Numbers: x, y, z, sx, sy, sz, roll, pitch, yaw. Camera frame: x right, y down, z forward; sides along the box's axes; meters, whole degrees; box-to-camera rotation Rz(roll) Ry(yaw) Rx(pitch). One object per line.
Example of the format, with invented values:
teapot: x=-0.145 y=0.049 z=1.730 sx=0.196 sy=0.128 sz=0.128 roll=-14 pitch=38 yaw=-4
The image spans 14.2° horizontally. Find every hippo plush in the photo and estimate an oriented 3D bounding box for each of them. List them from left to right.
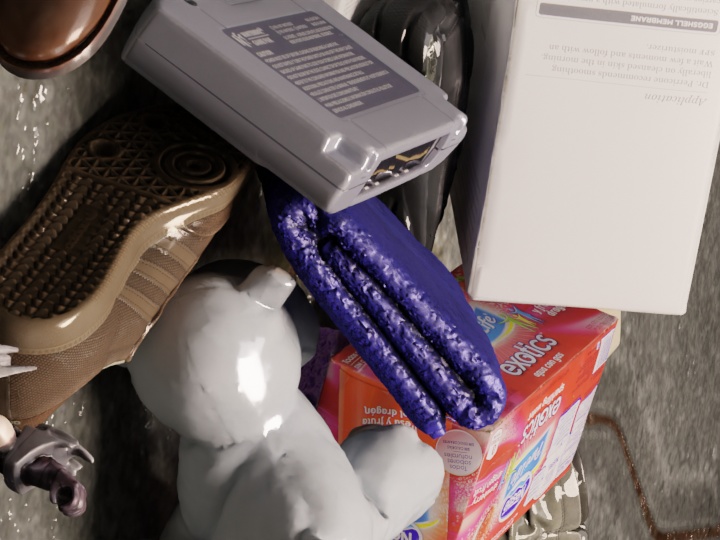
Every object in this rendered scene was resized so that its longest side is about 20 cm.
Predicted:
hippo plush: x=-0.068 y=0.083 z=1.330 sx=0.161 sy=0.159 sz=0.200 roll=62 pitch=16 yaw=-8

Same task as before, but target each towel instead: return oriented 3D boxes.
towel: x=0.000 y=0.000 z=1.371 sx=0.148 sy=0.050 sz=0.200 roll=46 pitch=6 yaw=-14

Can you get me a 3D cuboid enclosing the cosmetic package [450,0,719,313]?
cosmetic package: x=0.120 y=-0.112 z=1.549 sx=0.199 sy=0.123 sz=0.200 roll=-97 pitch=-166 yaw=-61

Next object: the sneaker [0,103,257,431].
sneaker: x=-0.111 y=-0.004 z=1.264 sx=0.200 sy=0.070 sz=0.076 roll=-45 pitch=155 yaw=-49

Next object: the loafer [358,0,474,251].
loafer: x=0.024 y=-0.060 z=1.511 sx=0.070 sy=0.068 sz=0.201 roll=-37 pitch=145 yaw=-47

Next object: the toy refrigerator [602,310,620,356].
toy refrigerator: x=0.091 y=0.043 z=1.742 sx=0.200 sy=0.076 sz=0.070 roll=-38 pitch=132 yaw=-59

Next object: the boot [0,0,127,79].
boot: x=-0.139 y=-0.198 z=1.104 sx=0.200 sy=0.064 sz=0.186 roll=65 pitch=25 yaw=-59

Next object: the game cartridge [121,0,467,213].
game cartridge: x=-0.031 y=-0.087 z=1.322 sx=0.041 sy=0.133 sz=0.200 roll=-51 pitch=172 yaw=17

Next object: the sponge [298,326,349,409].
sponge: x=-0.026 y=0.137 z=1.543 sx=0.112 sy=0.030 sz=0.200 roll=45 pitch=56 yaw=-63

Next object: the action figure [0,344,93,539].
action figure: x=-0.160 y=0.110 z=1.136 sx=0.130 sy=0.069 sz=0.200 roll=-15 pitch=109 yaw=-41

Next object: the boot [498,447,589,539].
boot: x=0.069 y=0.193 z=1.644 sx=0.068 sy=0.131 sz=0.200 roll=-133 pitch=-135 yaw=-69

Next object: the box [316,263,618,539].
box: x=0.051 y=0.077 z=1.524 sx=0.200 sy=0.095 sz=0.100 roll=-34 pitch=144 yaw=-61

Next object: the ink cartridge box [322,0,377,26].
ink cartridge box: x=-0.004 y=-0.145 z=1.511 sx=0.163 sy=0.057 sz=0.200 roll=-45 pitch=159 yaw=-56
